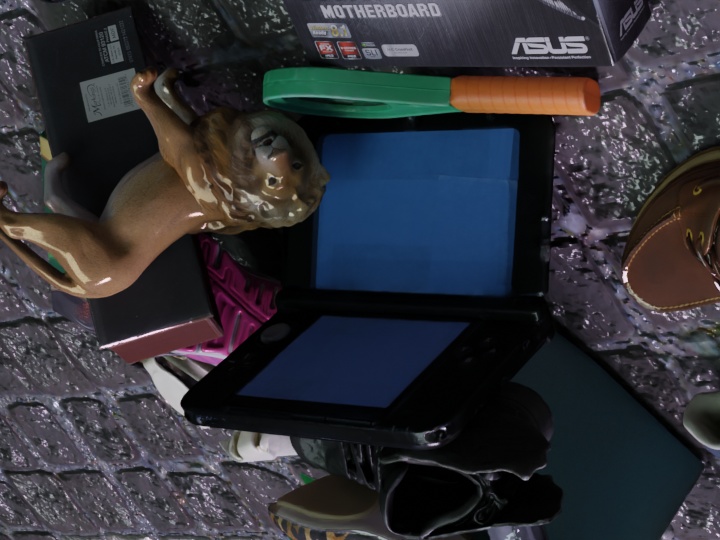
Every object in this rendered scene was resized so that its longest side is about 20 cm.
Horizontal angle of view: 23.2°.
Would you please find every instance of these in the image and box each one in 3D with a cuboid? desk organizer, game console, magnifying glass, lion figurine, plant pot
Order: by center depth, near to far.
[{"bbox_3d":[0.035,-0.096,0.960,0.198,0.023,0.079,2,176,30],"label":"magnifying glass"},{"bbox_3d":[0.000,0.000,0.977,0.198,0.176,0.117,1,121,41],"label":"game console"},{"bbox_3d":[-0.122,-0.038,1.018,0.123,0.199,0.072,55,-170,5],"label":"lion figurine"},{"bbox_3d":[0.076,0.114,1.086,0.200,0.142,0.141,46,144,-6],"label":"plant pot"},{"bbox_3d":[-0.145,-0.050,1.088,0.077,0.071,0.202,73,-179,-77],"label":"desk organizer"}]

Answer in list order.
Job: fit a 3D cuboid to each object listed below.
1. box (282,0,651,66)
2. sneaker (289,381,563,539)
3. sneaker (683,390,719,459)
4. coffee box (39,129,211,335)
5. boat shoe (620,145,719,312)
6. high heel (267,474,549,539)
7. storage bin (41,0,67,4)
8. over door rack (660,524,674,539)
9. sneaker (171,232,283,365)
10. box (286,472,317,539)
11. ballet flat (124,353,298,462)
[{"bbox_3d":[0.032,-0.179,0.875,0.198,0.048,0.159,6,134,38],"label":"box"},{"bbox_3d":[0.028,0.102,0.948,0.198,0.104,0.061,-5,112,31],"label":"sneaker"},{"bbox_3d":[0.239,0.062,0.937,0.089,0.067,0.201,31,148,2],"label":"sneaker"},{"bbox_3d":[-0.165,-0.016,1.239,0.122,0.044,0.201,29,144,14],"label":"coffee box"},{"bbox_3d":[0.193,-0.022,0.886,0.072,0.068,0.200,44,145,-8],"label":"boat shoe"},{"bbox_3d":[0.037,0.187,1.022,0.198,0.071,0.144,-4,116,40],"label":"high heel"},{"bbox_3d":[-0.117,-0.243,0.843,0.134,0.093,0.202,-5,104,45],"label":"storage bin"},{"bbox_3d":[0.205,0.227,1.105,0.148,0.066,0.200,52,177,-6],"label":"over door rack"},{"bbox_3d":[-0.086,0.034,1.161,0.198,0.082,0.088,22,165,-5],"label":"sneaker"},{"bbox_3d":[0.021,0.227,1.149,0.200,0.048,0.118,50,175,36],"label":"box"},{"bbox_3d":[-0.088,0.092,1.226,0.199,0.069,0.068,35,139,-21],"label":"ballet flat"}]
